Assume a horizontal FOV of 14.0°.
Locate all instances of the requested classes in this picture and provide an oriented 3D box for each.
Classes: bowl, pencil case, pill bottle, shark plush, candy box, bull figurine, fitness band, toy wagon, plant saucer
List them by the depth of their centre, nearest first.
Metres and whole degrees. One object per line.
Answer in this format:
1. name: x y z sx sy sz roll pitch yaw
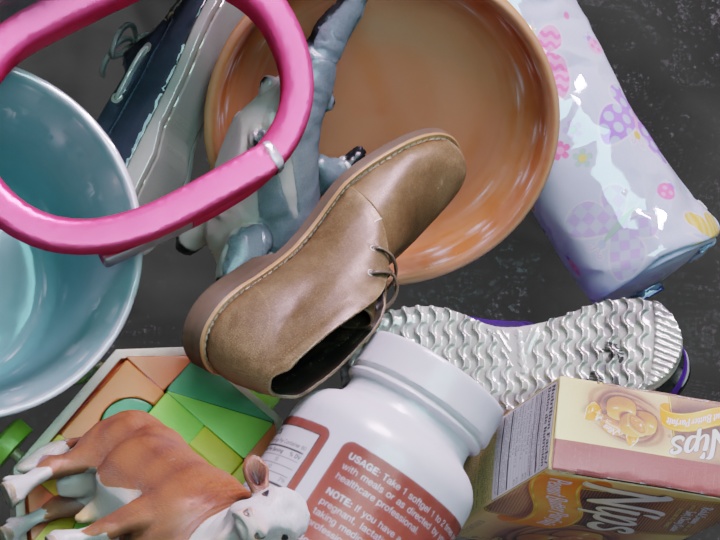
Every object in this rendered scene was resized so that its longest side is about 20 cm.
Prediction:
1. bull figurine: -0.108 0.126 1.499 0.121 0.200 0.065 -20 110 -20
2. fitness band: -0.120 -0.088 1.550 0.200 0.037 0.144 -28 84 -12
3. pill bottle: -0.011 0.137 1.556 0.112 0.112 0.200 35 77 -3
4. bowl: -0.224 -0.005 1.584 0.201 0.105 0.201 4 73 -14
5. candy box: 0.129 0.112 1.592 0.115 0.200 0.055 10 73 -12
6. toy wagon: -0.104 0.102 1.620 0.155 0.040 0.200 41 69 -1
7. shark plush: -0.038 -0.063 1.630 0.083 0.091 0.200 12 93 -24
8. plant saucer: 0.012 -0.088 1.656 0.200 0.037 0.200 -1 115 -1
9. pencil case: 0.127 -0.078 1.708 0.091 0.083 0.200 -31 83 -8

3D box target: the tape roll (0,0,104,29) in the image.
1. tape roll: -0.145 -0.195 1.610 0.200 0.200 0.066 -28 84 -20

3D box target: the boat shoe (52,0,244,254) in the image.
1. boat shoe: -0.112 -0.104 1.660 0.062 0.075 0.200 18 81 24

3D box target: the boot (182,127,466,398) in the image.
1. boot: 0.000 0.000 1.589 0.075 0.074 0.200 27 58 37

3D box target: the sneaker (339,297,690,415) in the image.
1. sneaker: 0.091 0.065 1.663 0.200 0.100 0.070 -2 71 17
